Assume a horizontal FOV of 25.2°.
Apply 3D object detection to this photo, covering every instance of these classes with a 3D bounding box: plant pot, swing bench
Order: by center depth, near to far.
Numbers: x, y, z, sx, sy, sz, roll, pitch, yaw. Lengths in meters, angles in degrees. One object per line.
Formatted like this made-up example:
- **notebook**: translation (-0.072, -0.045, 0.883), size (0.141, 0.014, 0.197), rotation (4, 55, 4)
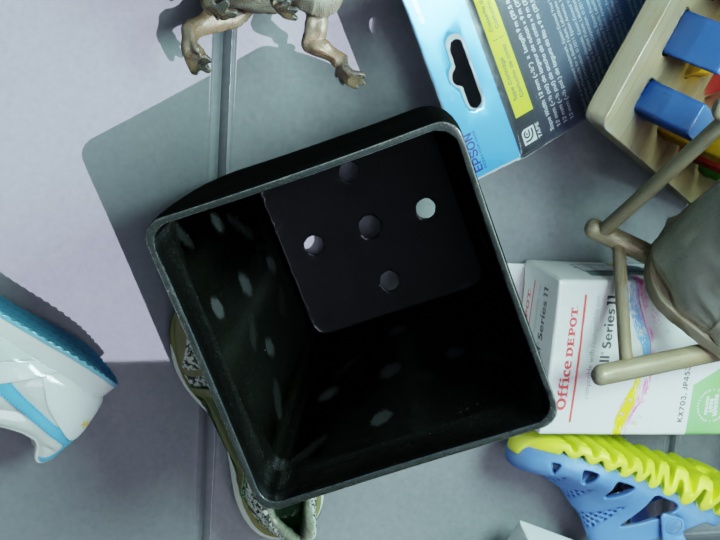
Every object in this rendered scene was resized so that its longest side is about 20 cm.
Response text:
- **plant pot**: translation (0.000, 0.000, 1.037), size (0.197, 0.178, 0.202), rotation (-18, 110, 10)
- **swing bench**: translation (0.278, 0.001, 1.062), size (0.197, 0.199, 0.131), rotation (8, 66, -16)

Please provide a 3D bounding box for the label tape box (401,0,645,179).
- **label tape box**: translation (0.117, -0.169, 1.096), size (0.199, 0.066, 0.145), rotation (-30, 111, -18)

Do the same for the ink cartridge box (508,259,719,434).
- **ink cartridge box**: translation (0.177, 0.057, 1.182), size (0.197, 0.067, 0.119), rotation (1, 103, -18)

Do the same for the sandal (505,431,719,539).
- **sandal**: translation (0.192, 0.170, 1.212), size (0.198, 0.080, 0.088), rotation (22, 100, -19)

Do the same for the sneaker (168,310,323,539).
- **sneaker**: translation (-0.067, 0.106, 1.105), size (0.076, 0.089, 0.202), rotation (-27, 109, -9)

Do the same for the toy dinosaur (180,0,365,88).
- **toy dinosaur**: translation (-0.054, -0.200, 1.039), size (0.197, 0.086, 0.137), rotation (3, 60, 7)

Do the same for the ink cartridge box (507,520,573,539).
- **ink cartridge box**: translation (0.148, 0.266, 1.211), size (0.198, 0.067, 0.117), rotation (23, 109, -21)

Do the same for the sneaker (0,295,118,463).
- **sneaker**: translation (-0.257, 0.050, 1.041), size (0.199, 0.077, 0.081), rotation (35, 93, -20)

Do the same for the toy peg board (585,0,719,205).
- **toy peg board**: translation (0.275, -0.143, 1.098), size (0.199, 0.097, 0.202), rotation (26, 93, -56)
